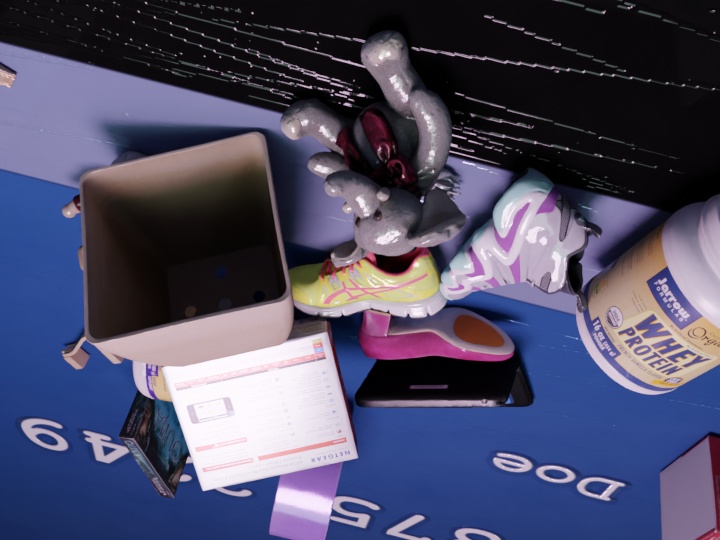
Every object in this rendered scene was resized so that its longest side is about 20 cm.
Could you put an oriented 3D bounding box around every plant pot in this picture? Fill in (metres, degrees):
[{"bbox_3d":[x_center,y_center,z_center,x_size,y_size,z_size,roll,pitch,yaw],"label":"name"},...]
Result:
[{"bbox_3d":[-0.168,0.002,0.887,0.199,0.201,0.177,-13,152,1],"label":"plant pot"}]

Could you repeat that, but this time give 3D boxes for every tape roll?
[{"bbox_3d":[-0.073,0.308,1.249,0.085,0.200,0.200,13,142,0],"label":"tape roll"}]

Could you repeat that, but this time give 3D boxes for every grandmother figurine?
[{"bbox_3d":[-0.288,-0.067,0.973,0.121,0.061,0.200,2,147,-31],"label":"grandmother figurine"}]

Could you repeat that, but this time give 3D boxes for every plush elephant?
[{"bbox_3d":[0.018,-0.084,0.771,0.164,0.155,0.200,-22,129,37],"label":"plush elephant"}]

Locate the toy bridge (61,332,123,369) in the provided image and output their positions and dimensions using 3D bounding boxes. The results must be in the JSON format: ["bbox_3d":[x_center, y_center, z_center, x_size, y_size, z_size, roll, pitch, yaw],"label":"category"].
[{"bbox_3d":[-0.382,0.111,1.241,0.199,0.027,0.067,-11,133,29],"label":"toy bridge"}]

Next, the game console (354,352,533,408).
[{"bbox_3d":[0.116,0.175,1.100,0.199,0.176,0.117,-4,110,21],"label":"game console"}]

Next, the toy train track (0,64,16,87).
[{"bbox_3d":[-0.439,-0.199,0.873,0.115,0.033,0.200,31,140,-20],"label":"toy train track"}]

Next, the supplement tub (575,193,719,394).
[{"bbox_3d":[0.328,0.023,0.816,0.144,0.145,0.200,24,141,-13],"label":"supplement tub"}]

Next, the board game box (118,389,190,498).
[{"bbox_3d":[-0.317,0.258,1.315,0.028,0.136,0.200,4,141,13],"label":"board game box"}]

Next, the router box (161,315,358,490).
[{"bbox_3d":[-0.118,0.161,0.993,0.199,0.049,0.180,-12,112,1],"label":"router box"}]

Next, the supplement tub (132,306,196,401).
[{"bbox_3d":[-0.181,0.112,1.084,0.199,0.146,0.146,9,142,7],"label":"supplement tub"}]

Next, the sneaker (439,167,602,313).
[{"bbox_3d":[0.174,0.002,0.860,0.140,0.078,0.200,39,142,6],"label":"sneaker"}]

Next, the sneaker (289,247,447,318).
[{"bbox_3d":[0.000,0.000,0.959,0.199,0.078,0.091,-1,129,13],"label":"sneaker"}]

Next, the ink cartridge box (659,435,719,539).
[{"bbox_3d":[0.545,0.345,1.146,0.199,0.145,0.145,15,142,-3],"label":"ink cartridge box"}]

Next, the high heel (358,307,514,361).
[{"bbox_3d":[0.092,0.096,1.035,0.199,0.067,0.096,11,132,12],"label":"high heel"}]
